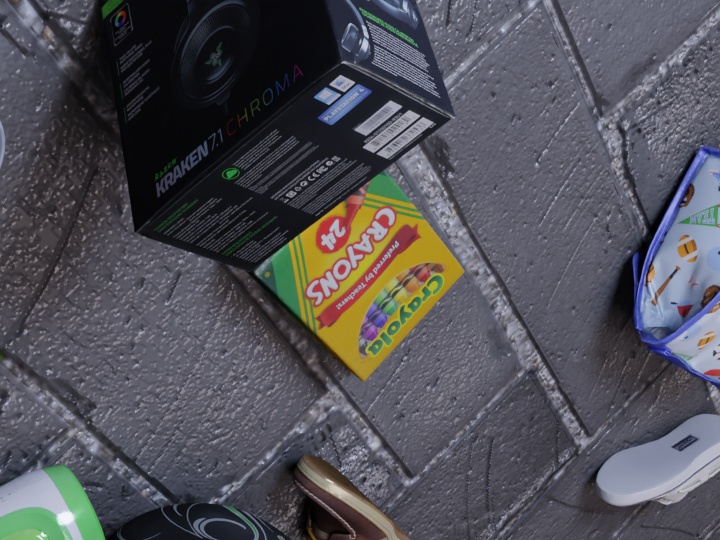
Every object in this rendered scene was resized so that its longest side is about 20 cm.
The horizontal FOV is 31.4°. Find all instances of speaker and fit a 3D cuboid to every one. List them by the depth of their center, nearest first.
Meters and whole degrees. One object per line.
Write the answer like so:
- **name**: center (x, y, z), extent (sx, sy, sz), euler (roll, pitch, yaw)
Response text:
- **speaker**: center (-0.283, 0.212, 0.889), extent (0.200, 0.088, 0.088), euler (-25, 129, -25)

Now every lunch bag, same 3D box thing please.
- **lunch bag**: center (0.356, 0.006, 1.249), extent (0.170, 0.124, 0.200), euler (26, 90, -45)

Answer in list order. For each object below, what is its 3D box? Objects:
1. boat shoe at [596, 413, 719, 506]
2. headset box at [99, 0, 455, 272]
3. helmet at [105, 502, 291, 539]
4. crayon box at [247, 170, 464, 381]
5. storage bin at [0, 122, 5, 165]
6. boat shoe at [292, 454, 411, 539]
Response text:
- **boat shoe**: center (0.334, 0.221, 1.399), extent (0.200, 0.072, 0.066), euler (-23, 124, -37)
- **headset box**: center (-0.058, -0.133, 0.755), extent (0.174, 0.200, 0.093), euler (-34, 143, 31)
- **helmet**: center (-0.120, 0.271, 0.980), extent (0.200, 0.191, 0.200), euler (1, 84, -13)
- **crayon box**: center (0.000, 0.000, 1.010), extent (0.127, 0.051, 0.200), euler (-48, 135, -5)
- **storage bin**: center (-0.290, -0.032, 0.701), extent (0.146, 0.134, 0.200), euler (10, 109, -42)
- **boat shoe**: center (-0.013, 0.232, 1.128), extent (0.072, 0.072, 0.200), euler (-47, 141, -8)
